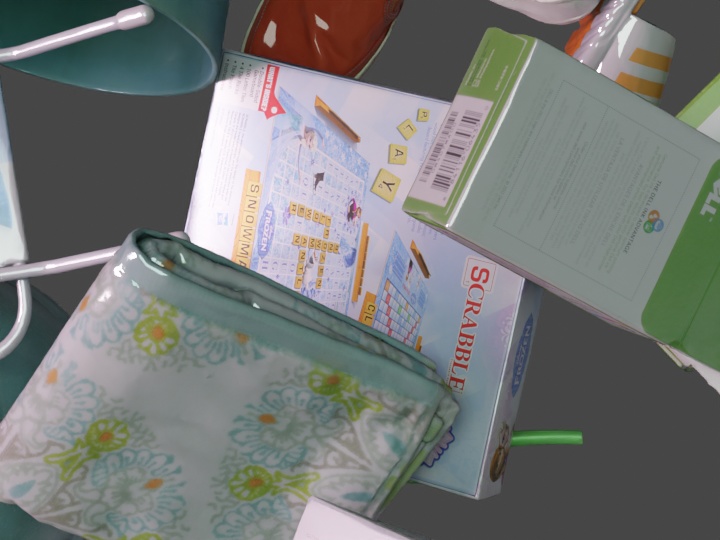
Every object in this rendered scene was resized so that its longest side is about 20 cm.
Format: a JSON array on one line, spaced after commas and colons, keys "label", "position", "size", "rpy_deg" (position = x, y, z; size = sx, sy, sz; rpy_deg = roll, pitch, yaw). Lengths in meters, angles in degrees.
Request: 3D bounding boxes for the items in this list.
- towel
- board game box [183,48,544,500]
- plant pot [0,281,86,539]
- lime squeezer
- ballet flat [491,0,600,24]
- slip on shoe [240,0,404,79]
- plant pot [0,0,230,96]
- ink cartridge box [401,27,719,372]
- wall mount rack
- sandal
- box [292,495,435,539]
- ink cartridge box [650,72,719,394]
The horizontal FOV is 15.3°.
[{"label": "towel", "position": [-0.072, 0.083, 1.368], "size": [0.199, 0.048, 0.172], "rpy_deg": [26, 115, -20]}, {"label": "board game box", "position": [0.000, 0.000, 1.437], "size": [0.198, 0.041, 0.202], "rpy_deg": [15, 96, 21]}, {"label": "plant pot", "position": [-0.243, 0.091, 1.454], "size": [0.199, 0.134, 0.202], "rpy_deg": [-1, 86, 7]}, {"label": "lime squeezer", "position": [0.024, 0.124, 1.468], "size": [0.199, 0.038, 0.071], "rpy_deg": [-36, 82, 2]}, {"label": "ballet flat", "position": [0.036, -0.182, 1.417], "size": [0.199, 0.069, 0.070], "rpy_deg": [18, 88, 2]}, {"label": "slip on shoe", "position": [0.002, -0.168, 1.482], "size": [0.074, 0.061, 0.200], "rpy_deg": [41, 92, 6]}, {"label": "plant pot", "position": [-0.150, -0.206, 1.442], "size": [0.199, 0.201, 0.162], "rpy_deg": [14, 76, 8]}, {"label": "ink cartridge box", "position": [0.131, -0.031, 1.362], "size": [0.199, 0.059, 0.104], "rpy_deg": [27, 88, -25]}, {"label": "wall mount rack", "position": [-0.181, -0.056, 1.364], "size": [0.172, 0.075, 0.202], "rpy_deg": [-9, 87, -6]}, {"label": "sandal", "position": [0.125, -0.079, 1.456], "size": [0.059, 0.079, 0.208], "rpy_deg": [28, 101, -6]}, {"label": "box", "position": [0.080, 0.174, 1.352], "size": [0.155, 0.200, 0.041], "rpy_deg": [21, 88, 38]}, {"label": "ink cartridge box", "position": [0.225, 0.004, 1.436], "size": [0.148, 0.076, 0.200], "rpy_deg": [-44, 84, 1]}]
